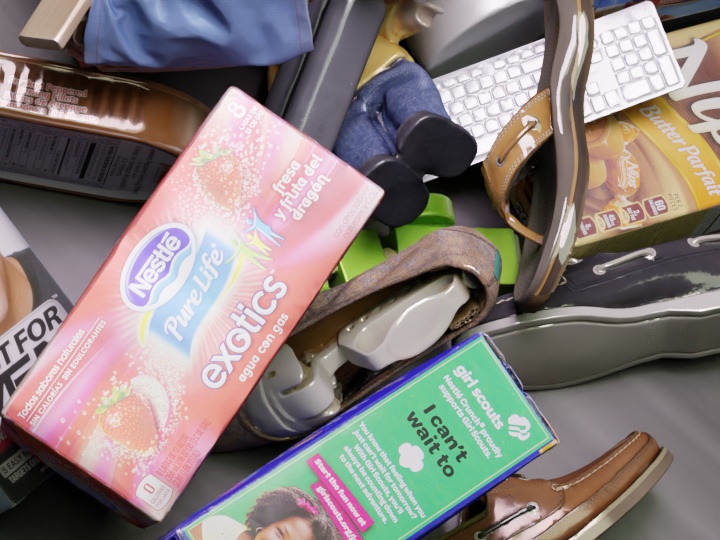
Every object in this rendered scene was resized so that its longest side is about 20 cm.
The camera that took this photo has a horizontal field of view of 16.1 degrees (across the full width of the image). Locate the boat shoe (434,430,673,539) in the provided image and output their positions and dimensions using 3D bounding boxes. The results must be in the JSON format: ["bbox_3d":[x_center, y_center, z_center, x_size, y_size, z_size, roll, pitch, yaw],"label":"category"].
[{"bbox_3d":[0.086,0.139,1.400,0.200,0.072,0.068,-36,81,-25],"label":"boat shoe"}]

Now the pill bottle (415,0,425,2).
[{"bbox_3d":[-0.034,-0.228,1.395,0.200,0.111,0.111,27,63,-9],"label":"pill bottle"}]

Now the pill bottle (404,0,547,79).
[{"bbox_3d":[0.033,-0.220,1.516,0.113,0.113,0.200,-22,75,-22],"label":"pill bottle"}]

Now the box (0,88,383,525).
[{"bbox_3d":[-0.087,0.021,1.280,0.095,0.103,0.200,35,79,-3],"label":"box"}]

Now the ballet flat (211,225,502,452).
[{"bbox_3d":[-0.011,0.043,1.371,0.200,0.067,0.068,-35,114,6],"label":"ballet flat"}]

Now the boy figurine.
[{"bbox_3d":[-0.007,-0.116,1.449,0.124,0.064,0.200,-43,50,11],"label":"boy figurine"}]

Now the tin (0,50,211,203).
[{"bbox_3d":[-0.178,-0.079,1.402,0.200,0.112,0.042,10,75,-10],"label":"tin"}]

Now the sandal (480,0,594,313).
[{"bbox_3d":[0.096,-0.073,1.425,0.055,0.082,0.200,8,77,-7],"label":"sandal"}]

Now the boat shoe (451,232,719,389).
[{"bbox_3d":[0.144,0.018,1.468,0.200,0.074,0.060,-11,57,-9],"label":"boat shoe"}]

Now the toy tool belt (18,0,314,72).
[{"bbox_3d":[-0.068,-0.149,1.312,0.200,0.125,0.123,-3,32,10],"label":"toy tool belt"}]

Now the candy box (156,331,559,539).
[{"bbox_3d":[-0.020,0.127,1.322,0.200,0.169,0.077,-34,87,-25],"label":"candy box"}]

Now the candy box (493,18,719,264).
[{"bbox_3d":[0.183,-0.078,1.528,0.200,0.055,0.115,-17,71,-20],"label":"candy box"}]

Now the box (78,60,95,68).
[{"bbox_3d":[-0.154,-0.233,1.478,0.095,0.103,0.200,-22,76,-23],"label":"box"}]

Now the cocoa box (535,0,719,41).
[{"bbox_3d":[0.157,-0.244,1.550,0.133,0.131,0.200,-13,71,-20],"label":"cocoa box"}]

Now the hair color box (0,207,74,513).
[{"bbox_3d":[-0.218,0.022,1.343,0.099,0.061,0.200,-40,97,-33],"label":"hair color box"}]

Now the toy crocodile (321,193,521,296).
[{"bbox_3d":[0.000,0.000,1.449,0.200,0.062,0.068,-4,70,-21],"label":"toy crocodile"}]

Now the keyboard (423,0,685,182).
[{"bbox_3d":[0.085,-0.097,1.478,0.200,0.011,0.056,-20,72,-1],"label":"keyboard"}]

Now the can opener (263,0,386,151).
[{"bbox_3d":[-0.053,-0.067,1.372,0.067,0.053,0.200,23,87,-32],"label":"can opener"}]
